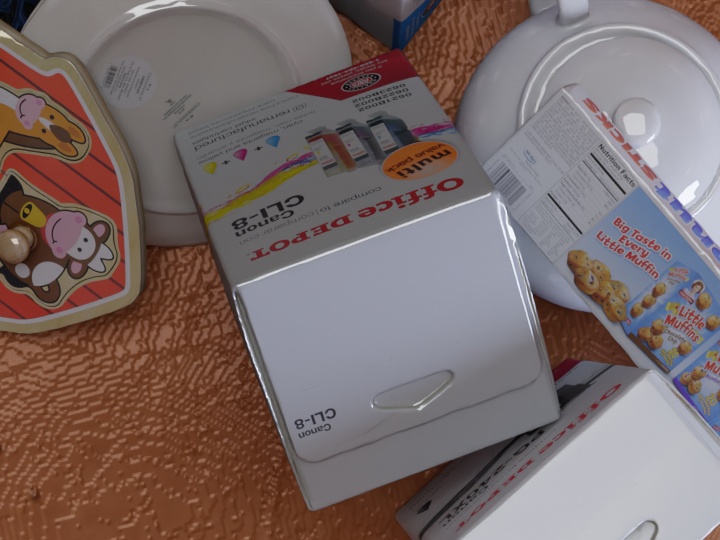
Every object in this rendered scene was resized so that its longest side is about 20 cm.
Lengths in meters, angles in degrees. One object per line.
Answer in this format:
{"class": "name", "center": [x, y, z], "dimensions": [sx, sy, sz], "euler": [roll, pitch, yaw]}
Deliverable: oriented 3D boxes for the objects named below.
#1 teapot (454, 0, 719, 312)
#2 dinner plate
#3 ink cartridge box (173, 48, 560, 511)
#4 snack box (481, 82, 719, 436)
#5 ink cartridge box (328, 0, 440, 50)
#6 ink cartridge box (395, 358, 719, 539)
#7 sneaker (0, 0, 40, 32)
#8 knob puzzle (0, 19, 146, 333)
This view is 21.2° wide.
{"class": "teapot", "center": [0.143, -0.076, 1.092], "dimensions": [0.199, 0.146, 0.198], "euler": [23, 83, 3]}
{"class": "dinner plate", "center": [-0.100, -0.095, 1.090], "dimensions": [0.199, 0.024, 0.201], "euler": [-6, 122, -9]}
{"class": "ink cartridge box", "center": [0.000, 0.000, 1.032], "dimensions": [0.145, 0.200, 0.145], "euler": [-21, 120, -4]}
{"class": "snack box", "center": [0.150, 0.000, 1.015], "dimensions": [0.072, 0.024, 0.200], "euler": [-44, 80, 28]}
{"class": "ink cartridge box", "center": [0.051, -0.242, 1.111], "dimensions": [0.084, 0.146, 0.200], "euler": [36, 83, 6]}
{"class": "ink cartridge box", "center": [0.107, 0.124, 1.034], "dimensions": [0.145, 0.200, 0.083], "euler": [-41, 92, -6]}
{"class": "sneaker", "center": [-0.239, -0.186, 1.147], "dimensions": [0.077, 0.076, 0.201], "euler": [-9, 80, 17]}
{"class": "knob puzzle", "center": [-0.208, -0.042, 1.085], "dimensions": [0.218, 0.030, 0.221], "euler": [7, 116, 14]}
